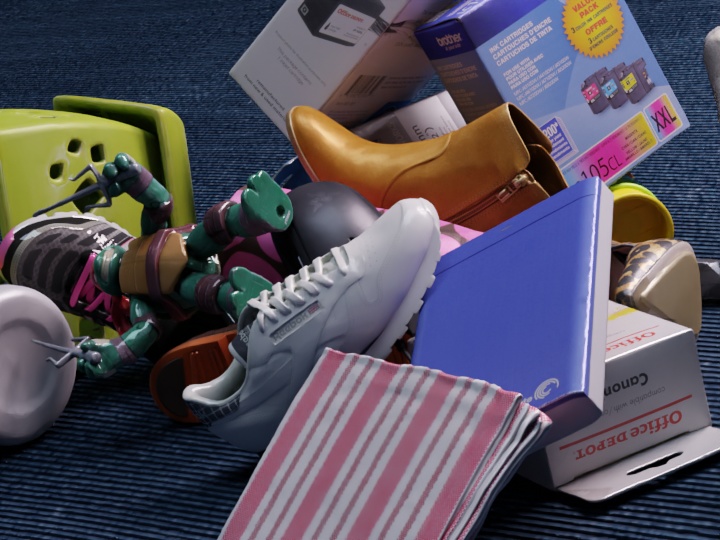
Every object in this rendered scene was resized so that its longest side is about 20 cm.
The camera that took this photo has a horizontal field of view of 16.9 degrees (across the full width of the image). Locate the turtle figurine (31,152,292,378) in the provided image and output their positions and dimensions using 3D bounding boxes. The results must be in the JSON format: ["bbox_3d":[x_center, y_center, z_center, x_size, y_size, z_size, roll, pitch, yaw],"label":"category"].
[{"bbox_3d":[-0.138,-0.006,1.633,0.200,0.150,0.101,-7,-4,39],"label":"turtle figurine"}]

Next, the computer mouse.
[{"bbox_3d":[0.032,0.000,1.591,0.140,0.046,0.200,-21,60,-12],"label":"computer mouse"}]

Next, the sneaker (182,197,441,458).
[{"bbox_3d":[-0.026,0.031,1.509,0.200,0.080,0.076,-53,15,10],"label":"sneaker"}]

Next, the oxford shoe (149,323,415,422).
[{"bbox_3d":[-0.043,0.051,1.654,0.200,0.071,0.073,-10,13,14],"label":"oxford shoe"}]

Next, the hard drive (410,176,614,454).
[{"bbox_3d":[0.085,0.038,1.412,0.132,0.025,0.200,-29,29,27],"label":"hard drive"}]

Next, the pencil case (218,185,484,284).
[{"bbox_3d":[0.000,0.000,1.682,0.200,0.094,0.091,14,27,19],"label":"pencil case"}]

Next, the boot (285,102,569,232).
[{"bbox_3d":[0.054,-0.078,1.711,0.144,0.201,0.071,-44,-4,31],"label":"boot"}]

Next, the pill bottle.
[{"bbox_3d":[-0.307,0.063,1.736,0.200,0.113,0.112,3,23,41],"label":"pill bottle"}]

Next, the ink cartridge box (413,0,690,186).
[{"bbox_3d":[0.134,-0.155,1.778,0.136,0.200,0.076,-36,12,-24],"label":"ink cartridge box"}]

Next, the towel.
[{"bbox_3d":[0.007,0.121,1.345,0.200,0.030,0.146,11,66,54],"label":"towel"}]

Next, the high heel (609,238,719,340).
[{"bbox_3d":[0.158,0.012,1.601,0.142,0.072,0.200,2,4,24],"label":"high heel"}]

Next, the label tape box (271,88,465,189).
[{"bbox_3d":[0.010,-0.066,1.894,0.200,0.066,0.143,-26,-13,-32],"label":"label tape box"}]

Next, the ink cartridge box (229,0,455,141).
[{"bbox_3d":[0.017,-0.195,1.829,0.200,0.084,0.145,-49,-18,22],"label":"ink cartridge box"}]

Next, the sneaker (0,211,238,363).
[{"bbox_3d":[-0.163,0.017,1.738,0.200,0.074,0.087,22,10,-30],"label":"sneaker"}]

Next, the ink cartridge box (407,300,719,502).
[{"bbox_3d":[0.128,0.071,1.458,0.116,0.068,0.200,-21,19,-23],"label":"ink cartridge box"}]

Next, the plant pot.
[{"bbox_3d":[-0.237,-0.036,1.878,0.181,0.199,0.200,-16,15,-34],"label":"plant pot"}]

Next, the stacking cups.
[{"bbox_3d":[0.191,-0.046,1.832,0.060,0.061,0.200,-13,12,0],"label":"stacking cups"}]

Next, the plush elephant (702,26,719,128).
[{"bbox_3d":[0.336,-0.084,1.662,0.155,0.165,0.200,-20,41,25],"label":"plush elephant"}]
